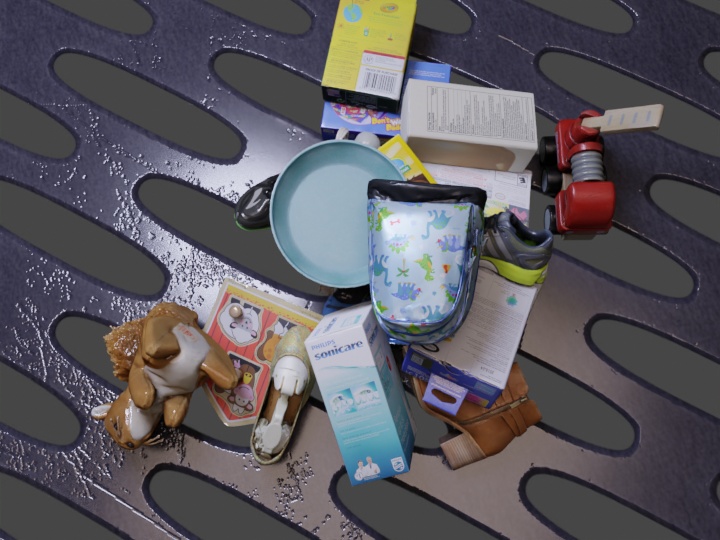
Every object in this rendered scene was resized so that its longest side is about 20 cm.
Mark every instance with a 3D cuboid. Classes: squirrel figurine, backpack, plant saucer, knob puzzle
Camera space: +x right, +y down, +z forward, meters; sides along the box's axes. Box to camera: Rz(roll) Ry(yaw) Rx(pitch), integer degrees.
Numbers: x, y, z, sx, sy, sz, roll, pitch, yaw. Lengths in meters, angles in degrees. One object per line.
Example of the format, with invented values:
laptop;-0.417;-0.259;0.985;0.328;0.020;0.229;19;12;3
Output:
squirrel figurine;-0.298;0.152;1.033;0.188;0.140;0.201;-53;39;14
backpack;0.076;-0.008;0.899;0.160;0.154;0.204;6;97;6
plant saucer;-0.025;-0.075;0.979;0.196;0.036;0.204;1;80;-6
knob puzzle;-0.162;0.133;1.056;0.215;0.030;0.224;-1;84;12

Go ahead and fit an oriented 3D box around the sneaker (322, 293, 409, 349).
sneaker;0.040;0.075;1.068;0.196;0.066;0.080;7;77;3

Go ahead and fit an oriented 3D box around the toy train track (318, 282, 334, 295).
toy train track;0.000;0.000;1.036;0.196;0.033;0.116;15;114;0

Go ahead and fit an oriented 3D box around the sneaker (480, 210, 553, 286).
sneaker;0.171;-0.050;0.981;0.196;0.082;0.075;15;40;-2

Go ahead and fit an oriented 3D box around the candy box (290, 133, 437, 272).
candy box;0.008;-0.096;1.019;0.199;0.026;0.103;-38;82;-12

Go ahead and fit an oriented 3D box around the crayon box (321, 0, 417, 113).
crayon box;0.019;-0.359;1.140;0.125;0.051;0.204;11;76;4

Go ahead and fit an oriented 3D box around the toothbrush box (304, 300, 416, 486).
toothbrush box;0.005;0.159;0.970;0.084;0.146;0.203;-18;96;11

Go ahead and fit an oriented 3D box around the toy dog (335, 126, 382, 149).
toy dog;0.004;-0.109;1.091;0.095;0.132;0.204;17;96;15

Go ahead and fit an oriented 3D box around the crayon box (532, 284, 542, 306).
crayon box;0.156;0.037;1.084;0.197;0.052;0.127;27;77;7

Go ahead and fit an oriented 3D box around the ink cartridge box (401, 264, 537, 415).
ink cartridge box;0.142;0.091;0.976;0.134;0.077;0.202;23;57;7

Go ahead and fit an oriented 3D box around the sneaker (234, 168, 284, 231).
sneaker;-0.112;-0.134;1.115;0.198;0.084;0.077;-33;77;-7

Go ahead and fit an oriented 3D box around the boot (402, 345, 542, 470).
boot;0.157;0.167;1.029;0.153;0.074;0.202;-28;99;0

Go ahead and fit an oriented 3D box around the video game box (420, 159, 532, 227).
video game box;0.156;-0.091;1.085;0.196;0.047;0.185;13;55;-1

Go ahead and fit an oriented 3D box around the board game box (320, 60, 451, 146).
board game box;0.042;-0.273;1.167;0.196;0.045;0.137;8;76;3

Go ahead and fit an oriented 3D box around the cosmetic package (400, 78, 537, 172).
cosmetic package;0.161;-0.217;1.089;0.196;0.071;0.107;6;66;-6

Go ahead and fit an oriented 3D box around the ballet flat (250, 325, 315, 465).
ballet flat;-0.107;0.179;1.005;0.070;0.071;0.203;20;97;6

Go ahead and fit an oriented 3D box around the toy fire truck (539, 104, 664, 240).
toy fire truck;0.348;-0.154;1.051;0.126;0.200;0.180;0;75;2
